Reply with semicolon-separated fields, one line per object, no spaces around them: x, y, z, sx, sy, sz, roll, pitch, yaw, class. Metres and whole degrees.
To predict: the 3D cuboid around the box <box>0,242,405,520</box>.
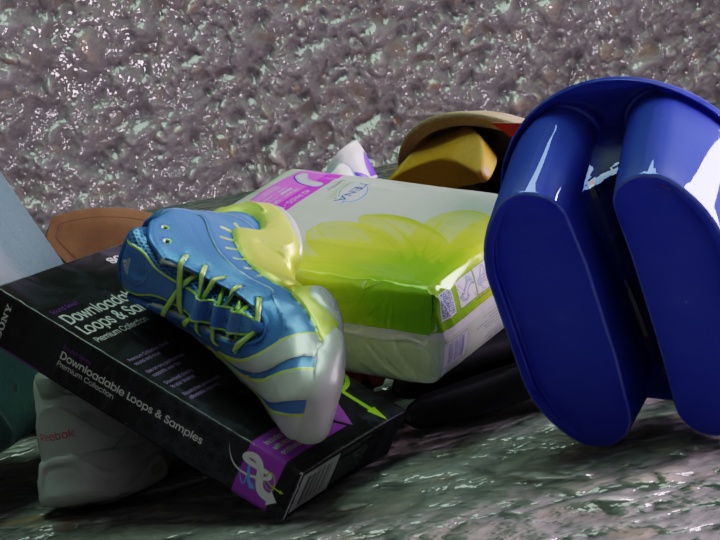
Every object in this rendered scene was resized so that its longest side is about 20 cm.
-0.089;0.055;1.205;0.200;0.036;0.143;28;20;16;box

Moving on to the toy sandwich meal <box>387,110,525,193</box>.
0.095;-0.026;1.506;0.205;0.205;0.070;-3;45;45;toy sandwich meal

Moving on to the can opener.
0.115;0.046;1.310;0.200;0.079;0.063;-17;32;2;can opener

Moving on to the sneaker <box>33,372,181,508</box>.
-0.126;0.070;1.295;0.078;0.100;0.200;-9;6;21;sneaker

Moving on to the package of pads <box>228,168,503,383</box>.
0.000;0.000;1.316;0.200;0.068;0.154;9;26;31;package of pads

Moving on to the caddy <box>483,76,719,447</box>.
0.147;-0.004;1.160;0.141;0.200;0.105;-8;29;23;caddy

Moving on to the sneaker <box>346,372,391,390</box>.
0.037;0.026;1.449;0.200;0.098;0.071;-10;5;-24;sneaker

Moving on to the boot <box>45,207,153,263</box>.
-0.134;0.015;1.663;0.200;0.070;0.146;21;-10;3;boot

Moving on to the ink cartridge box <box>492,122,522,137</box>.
0.180;-0.020;1.361;0.200;0.057;0.163;28;-7;-20;ink cartridge box

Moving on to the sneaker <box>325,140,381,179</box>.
0.028;-0.033;1.745;0.200;0.147;0.081;-8;7;18;sneaker

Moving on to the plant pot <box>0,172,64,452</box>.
-0.285;0.038;1.303;0.196;0.196;0.200;-28;32;3;plant pot

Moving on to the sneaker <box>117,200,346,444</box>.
-0.074;0.025;1.160;0.105;0.076;0.200;5;24;-17;sneaker
